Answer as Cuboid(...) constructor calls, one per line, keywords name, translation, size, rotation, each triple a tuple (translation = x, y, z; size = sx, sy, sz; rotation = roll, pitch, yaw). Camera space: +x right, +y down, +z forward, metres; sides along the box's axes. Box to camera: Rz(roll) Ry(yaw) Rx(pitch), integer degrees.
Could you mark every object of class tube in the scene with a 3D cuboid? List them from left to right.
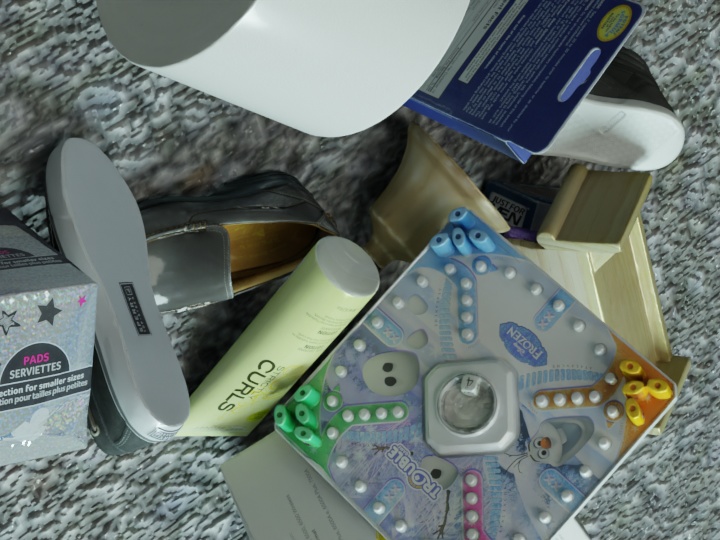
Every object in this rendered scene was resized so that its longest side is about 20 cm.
Cuboid(name="tube", translation=(-0.058, 0.058, 1.219), size=(0.058, 0.052, 0.200), rotation=(36, 127, -9))

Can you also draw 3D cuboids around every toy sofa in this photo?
Cuboid(name="toy sofa", translation=(0.178, 0.023, 1.341), size=(0.083, 0.097, 0.201), rotation=(-58, 141, -40))

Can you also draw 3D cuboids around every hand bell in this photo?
Cuboid(name="hand bell", translation=(0.000, 0.000, 1.275), size=(0.200, 0.104, 0.104), rotation=(-43, 131, 3))

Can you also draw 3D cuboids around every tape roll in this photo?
Cuboid(name="tape roll", translation=(-0.044, -0.194, 1.057), size=(0.138, 0.202, 0.204), rotation=(19, 98, -41))

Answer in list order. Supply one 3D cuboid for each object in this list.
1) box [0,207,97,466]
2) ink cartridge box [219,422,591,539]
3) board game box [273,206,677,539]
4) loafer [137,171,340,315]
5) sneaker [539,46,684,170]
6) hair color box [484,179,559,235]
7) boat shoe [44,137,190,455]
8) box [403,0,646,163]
Cuboid(name="box", translation=(-0.268, 0.045, 1.033), size=(0.198, 0.132, 0.116), rotation=(-10, 117, -35))
Cuboid(name="ink cartridge box", translation=(0.032, 0.166, 1.258), size=(0.199, 0.145, 0.147), rotation=(-32, 148, 3))
Cuboid(name="board game box", translation=(0.070, 0.087, 1.170), size=(0.200, 0.200, 0.026), rotation=(-47, 156, -3))
Cuboid(name="loafer", translation=(-0.105, -0.010, 1.178), size=(0.199, 0.072, 0.073), rotation=(-25, 125, -27))
Cuboid(name="sneaker", translation=(0.137, -0.135, 1.323), size=(0.198, 0.100, 0.071), rotation=(14, 120, -10))
Cuboid(name="hair color box", translation=(0.124, 0.037, 1.387), size=(0.099, 0.060, 0.202), rotation=(4, 107, -42))
Cuboid(name="boat shoe", translation=(-0.163, 0.016, 1.100), size=(0.056, 0.202, 0.068), rotation=(-29, 159, 29))
Cuboid(name="box", translation=(0.094, -0.145, 1.188), size=(0.122, 0.199, 0.032), rotation=(-53, 132, -5))
